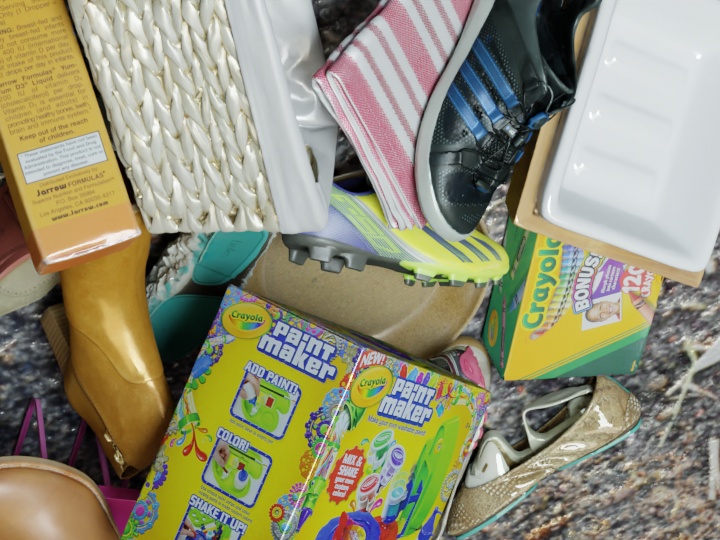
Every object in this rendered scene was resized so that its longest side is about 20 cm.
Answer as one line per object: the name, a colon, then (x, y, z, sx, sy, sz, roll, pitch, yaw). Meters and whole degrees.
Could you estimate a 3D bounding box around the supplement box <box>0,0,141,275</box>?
supplement box: (-0.197, -0.103, 0.989, 0.068, 0.067, 0.201, -20, 89, -16)

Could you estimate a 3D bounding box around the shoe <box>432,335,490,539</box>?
shoe: (0.069, 0.144, 1.335, 0.069, 0.054, 0.201, 2, 125, -18)

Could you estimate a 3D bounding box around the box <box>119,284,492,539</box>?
box: (-0.033, 0.135, 1.122, 0.200, 0.121, 0.194, 22, 91, -58)

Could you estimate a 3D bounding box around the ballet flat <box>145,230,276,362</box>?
ballet flat: (-0.112, -0.007, 1.155, 0.071, 0.072, 0.200, 14, 140, -26)

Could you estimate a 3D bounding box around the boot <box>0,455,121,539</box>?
boot: (-0.192, 0.226, 1.087, 0.076, 0.156, 0.200, -31, 128, 9)

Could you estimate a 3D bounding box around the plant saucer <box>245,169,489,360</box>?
plant saucer: (0.000, 0.000, 1.219, 0.199, 0.036, 0.201, -9, 127, -12)

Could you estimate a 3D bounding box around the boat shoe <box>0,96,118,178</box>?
boat shoe: (-0.251, -0.092, 1.050, 0.199, 0.074, 0.061, 8, 123, -19)

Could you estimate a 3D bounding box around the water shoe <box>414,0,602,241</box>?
water shoe: (0.096, -0.114, 1.054, 0.071, 0.079, 0.201, 18, 88, -47)

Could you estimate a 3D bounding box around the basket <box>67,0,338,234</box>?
basket: (-0.094, -0.132, 1.018, 0.122, 0.136, 0.201, -7, 128, 10)

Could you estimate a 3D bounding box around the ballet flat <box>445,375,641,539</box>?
ballet flat: (0.143, 0.151, 1.368, 0.199, 0.071, 0.065, -35, 100, 6)

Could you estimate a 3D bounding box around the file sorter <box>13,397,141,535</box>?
file sorter: (-0.213, 0.181, 1.229, 0.199, 0.126, 0.140, 10, 123, -22)

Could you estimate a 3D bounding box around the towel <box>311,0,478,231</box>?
towel: (0.056, -0.142, 1.084, 0.200, 0.030, 0.147, -51, 133, -24)

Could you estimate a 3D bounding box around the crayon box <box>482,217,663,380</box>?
crayon box: (0.174, -0.011, 1.250, 0.118, 0.058, 0.201, -2, 125, -16)

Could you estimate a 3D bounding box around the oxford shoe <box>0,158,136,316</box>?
oxford shoe: (-0.224, -0.025, 1.127, 0.199, 0.071, 0.075, -29, 156, 2)

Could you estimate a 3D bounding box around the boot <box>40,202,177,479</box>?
boot: (-0.155, 0.055, 1.108, 0.071, 0.145, 0.201, -24, 164, -33)

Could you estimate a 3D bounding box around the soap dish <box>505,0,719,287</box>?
soap dish: (0.192, -0.106, 1.124, 0.156, 0.081, 0.201, 17, 88, -22)

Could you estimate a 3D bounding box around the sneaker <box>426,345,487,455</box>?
sneaker: (0.026, 0.126, 1.258, 0.074, 0.081, 0.200, 12, 140, -36)

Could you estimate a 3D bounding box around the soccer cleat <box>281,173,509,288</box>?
soccer cleat: (0.032, -0.033, 1.144, 0.199, 0.065, 0.084, 10, 82, -36)
